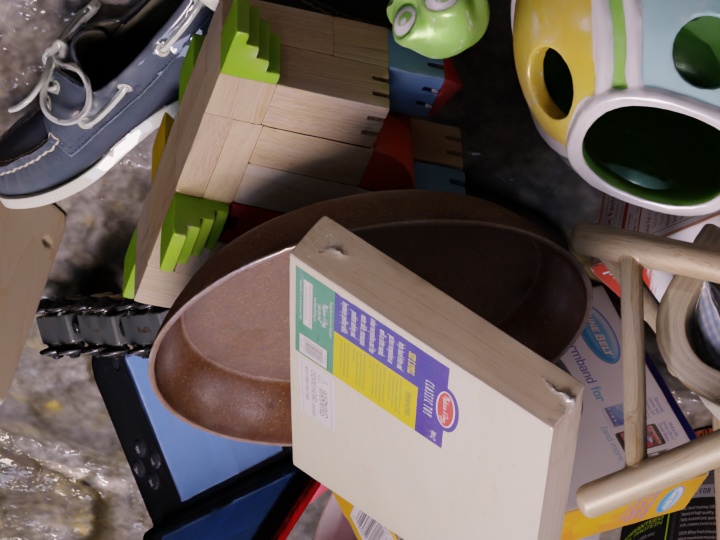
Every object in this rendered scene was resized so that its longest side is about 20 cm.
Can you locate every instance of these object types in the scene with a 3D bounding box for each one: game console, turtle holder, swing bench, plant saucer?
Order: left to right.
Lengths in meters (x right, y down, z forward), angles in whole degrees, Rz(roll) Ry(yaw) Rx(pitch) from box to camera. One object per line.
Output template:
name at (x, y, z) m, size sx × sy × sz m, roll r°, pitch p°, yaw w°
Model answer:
game console at (-0.103, 0.105, 1.467) m, size 0.200 × 0.119 × 0.172 m, roll -30°, pitch 81°, yaw 53°
plant saucer at (0.003, 0.018, 1.271) m, size 0.200 × 0.034 × 0.200 m, roll -8°, pitch 150°, yaw -5°
turtle holder at (0.122, -0.105, 1.221) m, size 0.185 × 0.132 × 0.141 m, roll 35°, pitch 137°, yaw -23°
swing bench at (0.213, 0.059, 1.253) m, size 0.200 × 0.130 × 0.199 m, roll -6°, pitch 160°, yaw 17°

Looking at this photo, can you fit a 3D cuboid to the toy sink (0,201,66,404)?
toy sink at (-0.268, 0.023, 1.496) m, size 0.200 × 0.130 × 0.112 m, roll -23°, pitch 128°, yaw 35°

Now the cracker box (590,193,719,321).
cracker box at (0.228, -0.014, 1.352) m, size 0.200 × 0.058 × 0.134 m, roll -23°, pitch 129°, yaw 38°

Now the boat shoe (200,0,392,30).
boat shoe at (-0.054, -0.162, 1.256) m, size 0.200 × 0.072 × 0.068 m, roll 36°, pitch 140°, yaw -20°

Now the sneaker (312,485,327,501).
sneaker at (-0.036, 0.085, 1.529) m, size 0.074 × 0.087 × 0.200 m, roll 20°, pitch 140°, yaw -5°

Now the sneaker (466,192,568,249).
sneaker at (0.001, -0.002, 1.401) m, size 0.200 × 0.104 × 0.060 m, roll 21°, pitch 140°, yaw -7°

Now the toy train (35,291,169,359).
toy train at (-0.122, 0.025, 1.469) m, size 0.200 × 0.046 × 0.034 m, roll -4°, pitch 103°, yaw 65°

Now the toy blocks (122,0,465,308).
toy blocks at (-0.016, -0.040, 1.275) m, size 0.137 × 0.100 × 0.200 m, roll 11°, pitch 136°, yaw -13°

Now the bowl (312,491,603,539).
bowl at (0.036, 0.140, 1.482) m, size 0.090 × 0.201 × 0.201 m, roll 31°, pitch 138°, yaw -18°

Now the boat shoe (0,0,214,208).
boat shoe at (-0.116, -0.093, 1.356) m, size 0.200 × 0.075 × 0.062 m, roll -26°, pitch 127°, yaw 37°

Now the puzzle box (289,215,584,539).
puzzle box at (0.030, 0.067, 1.219) m, size 0.133 × 0.025 × 0.200 m, roll 34°, pitch 156°, yaw 16°

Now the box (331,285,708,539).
box at (0.077, 0.078, 1.408) m, size 0.200 × 0.119 × 0.041 m, roll -14°, pitch 151°, yaw -26°

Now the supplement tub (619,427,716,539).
supplement tub at (0.188, 0.188, 1.490) m, size 0.122 × 0.200 × 0.123 m, roll 9°, pitch 141°, yaw 7°
